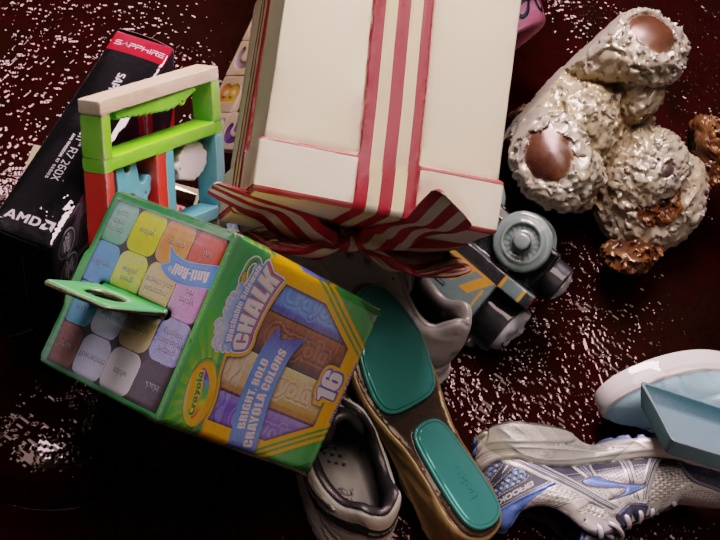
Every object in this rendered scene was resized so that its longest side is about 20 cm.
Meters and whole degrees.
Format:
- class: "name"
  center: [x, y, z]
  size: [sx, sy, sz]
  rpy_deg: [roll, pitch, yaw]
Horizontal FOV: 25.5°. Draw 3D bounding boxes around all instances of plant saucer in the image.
- class: "plant saucer"
  center: [0.290, 0.132, 1.147]
  size: [0.199, 0.019, 0.070]
  rpy_deg: [17, 27, -21]

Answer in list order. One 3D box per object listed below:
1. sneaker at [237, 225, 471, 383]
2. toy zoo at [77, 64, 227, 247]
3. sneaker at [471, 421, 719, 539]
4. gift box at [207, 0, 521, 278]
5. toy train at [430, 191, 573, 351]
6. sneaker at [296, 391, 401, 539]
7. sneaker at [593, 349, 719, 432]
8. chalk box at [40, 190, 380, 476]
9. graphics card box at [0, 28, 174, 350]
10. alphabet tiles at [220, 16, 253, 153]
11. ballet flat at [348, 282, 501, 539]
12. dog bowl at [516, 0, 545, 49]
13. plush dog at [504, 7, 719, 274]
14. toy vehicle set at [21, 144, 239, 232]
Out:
- class: "sneaker"
  center: [0.000, 0.000, 1.175]
  size: [0.199, 0.087, 0.075]
  rpy_deg: [35, 45, -3]
- class: "toy zoo"
  center: [-0.137, -0.030, 1.085]
  size: [0.020, 0.202, 0.131]
  rpy_deg: [9, 20, 30]
- class: "sneaker"
  center: [0.176, 0.167, 1.145]
  size: [0.198, 0.077, 0.086]
  rpy_deg: [5, 64, -5]
- class: "gift box"
  center: [-0.002, -0.098, 1.051]
  size: [0.183, 0.200, 0.188]
  rpy_deg: [9, 84, -7]
- class: "toy train"
  center: [0.065, -0.030, 1.222]
  size: [0.200, 0.085, 0.114]
  rpy_deg: [40, 98, 6]
- class: "sneaker"
  center: [-0.026, 0.098, 1.097]
  size: [0.075, 0.088, 0.201]
  rpy_deg: [-25, 72, -23]
- class: "sneaker"
  center: [0.276, 0.112, 1.203]
  size: [0.198, 0.074, 0.082]
  rpy_deg: [1, 51, -16]
- class: "chalk box"
  center: [-0.107, 0.033, 1.004]
  size: [0.124, 0.200, 0.125]
  rpy_deg: [21, 84, 39]
- class: "graphics card box"
  center: [-0.188, -0.055, 1.109]
  size: [0.051, 0.126, 0.201]
  rpy_deg: [19, 52, 8]
- class: "alphabet tiles"
  center: [-0.043, -0.179, 1.228]
  size: [0.008, 0.167, 0.201]
  rpy_deg: [33, 73, -37]
- class: "ballet flat"
  center: [0.029, 0.108, 1.120]
  size: [0.068, 0.063, 0.201]
  rpy_deg: [-17, 75, -34]
- class: "dog bowl"
  center: [0.062, -0.186, 1.281]
  size: [0.200, 0.200, 0.074]
  rpy_deg: [-32, 89, -32]
- class: "plush dog"
  center: [0.210, -0.087, 1.304]
  size: [0.172, 0.160, 0.200]
  rpy_deg: [43, 69, -7]
- class: "toy vehicle set"
  center: [-0.166, -0.014, 1.185]
  size: [0.198, 0.027, 0.125]
  rpy_deg: [15, 53, -6]
